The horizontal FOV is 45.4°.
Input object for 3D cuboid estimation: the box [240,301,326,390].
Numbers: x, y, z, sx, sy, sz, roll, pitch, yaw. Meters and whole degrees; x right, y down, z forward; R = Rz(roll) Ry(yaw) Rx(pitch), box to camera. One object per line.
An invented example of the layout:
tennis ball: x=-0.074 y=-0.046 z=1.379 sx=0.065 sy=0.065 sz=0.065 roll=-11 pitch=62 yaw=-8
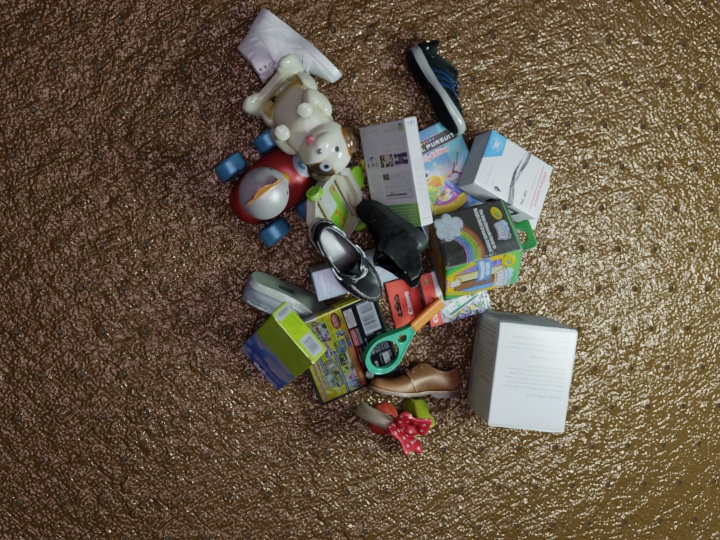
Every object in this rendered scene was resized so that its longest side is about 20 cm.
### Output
box: x=-0.152 y=0.150 z=1.655 sx=0.122 sy=0.200 sz=0.048 roll=49 pitch=57 yaw=0

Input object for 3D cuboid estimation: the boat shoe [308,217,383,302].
boat shoe: x=-0.020 y=-0.013 z=1.597 sx=0.074 sy=0.060 sz=0.201 roll=-39 pitch=111 yaw=-6

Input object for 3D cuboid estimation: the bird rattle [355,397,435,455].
bird rattle: x=0.062 y=0.308 z=1.695 sx=0.160 sy=0.200 sz=0.115 roll=19 pitch=93 yaw=15

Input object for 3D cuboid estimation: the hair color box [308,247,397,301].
hair color box: x=0.000 y=0.000 z=1.693 sx=0.196 sy=0.099 sz=0.062 roll=-17 pitch=98 yaw=-5

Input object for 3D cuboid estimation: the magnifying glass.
magnifying glass: x=0.087 y=0.128 z=1.707 sx=0.200 sy=0.022 sz=0.080 roll=-43 pitch=122 yaw=0

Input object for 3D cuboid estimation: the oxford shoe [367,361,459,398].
oxford shoe: x=0.108 y=0.221 z=1.748 sx=0.196 sy=0.071 sz=0.073 roll=1 pitch=93 yaw=-19

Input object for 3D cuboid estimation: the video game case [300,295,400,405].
video game case: x=-0.029 y=0.153 z=1.708 sx=0.178 sy=0.026 sz=0.203 roll=-22 pitch=120 yaw=-5

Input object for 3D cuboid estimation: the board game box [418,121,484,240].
board game box: x=0.156 y=-0.184 z=1.722 sx=0.149 sy=0.047 sz=0.203 roll=-26 pitch=98 yaw=-4

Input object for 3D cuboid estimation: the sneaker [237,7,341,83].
sneaker: x=-0.141 y=-0.397 z=1.655 sx=0.199 sy=0.074 sz=0.116 roll=37 pitch=92 yaw=1

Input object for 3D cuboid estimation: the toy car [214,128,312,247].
toy car: x=-0.165 y=-0.156 z=1.606 sx=0.175 sy=0.200 sz=0.186 roll=-34 pitch=99 yaw=-3

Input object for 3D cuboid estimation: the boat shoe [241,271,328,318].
boat shoe: x=-0.143 y=0.074 z=1.706 sx=0.198 sy=0.070 sz=0.072 roll=27 pitch=116 yaw=-14

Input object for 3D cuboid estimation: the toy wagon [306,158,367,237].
toy wagon: x=-0.037 y=-0.136 z=1.671 sx=0.202 sy=0.039 sz=0.156 roll=-61 pitch=138 yaw=-34

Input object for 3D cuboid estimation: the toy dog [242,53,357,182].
toy dog: x=-0.098 y=-0.259 z=1.591 sx=0.139 sy=0.194 sz=0.201 roll=-39 pitch=65 yaw=4

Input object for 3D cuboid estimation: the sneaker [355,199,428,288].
sneaker: x=0.049 y=-0.053 z=1.620 sx=0.198 sy=0.061 sz=0.104 roll=32 pitch=60 yaw=22

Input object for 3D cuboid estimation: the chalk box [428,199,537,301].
chalk box: x=0.240 y=-0.044 z=1.665 sx=0.195 sy=0.125 sz=0.127 roll=-12 pitch=59 yaw=-5

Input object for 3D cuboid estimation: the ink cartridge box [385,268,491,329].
ink cartridge box: x=0.158 y=0.051 z=1.743 sx=0.196 sy=0.050 sz=0.111 roll=-16 pitch=97 yaw=-6

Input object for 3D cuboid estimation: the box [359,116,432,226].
box: x=0.067 y=-0.185 z=1.656 sx=0.036 sy=0.143 sz=0.205 roll=-14 pitch=100 yaw=-36

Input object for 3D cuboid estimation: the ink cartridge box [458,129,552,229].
ink cartridge box: x=0.303 y=-0.176 z=1.702 sx=0.197 sy=0.068 sz=0.118 roll=26 pitch=77 yaw=-21

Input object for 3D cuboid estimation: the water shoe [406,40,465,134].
water shoe: x=0.166 y=-0.362 z=1.671 sx=0.078 sy=0.072 sz=0.203 roll=-27 pitch=79 yaw=-13

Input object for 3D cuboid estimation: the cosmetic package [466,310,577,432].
cosmetic package: x=0.318 y=0.197 z=1.721 sx=0.161 sy=0.165 sz=0.205 roll=6 pitch=96 yaw=-8
